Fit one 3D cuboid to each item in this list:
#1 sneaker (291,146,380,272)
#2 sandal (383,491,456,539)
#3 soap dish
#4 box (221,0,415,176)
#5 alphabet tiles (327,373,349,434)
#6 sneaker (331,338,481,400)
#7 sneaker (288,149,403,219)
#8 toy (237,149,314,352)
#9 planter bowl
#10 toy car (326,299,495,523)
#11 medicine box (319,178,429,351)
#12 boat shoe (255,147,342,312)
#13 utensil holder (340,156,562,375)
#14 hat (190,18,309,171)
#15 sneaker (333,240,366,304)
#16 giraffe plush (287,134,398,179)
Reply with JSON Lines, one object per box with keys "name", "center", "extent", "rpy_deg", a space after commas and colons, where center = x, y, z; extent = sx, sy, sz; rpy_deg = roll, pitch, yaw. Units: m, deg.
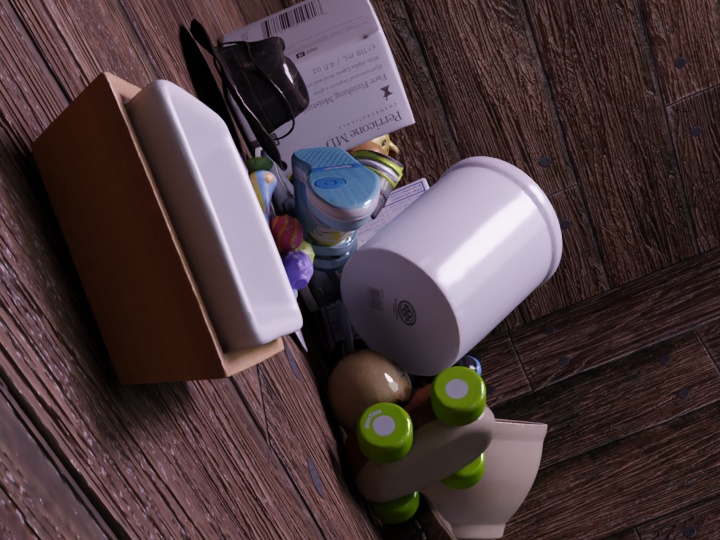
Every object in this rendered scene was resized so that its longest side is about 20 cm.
{"name": "sneaker", "center": [-0.024, -0.046, 1.352], "extent": [0.200, 0.079, 0.131], "rpy_deg": [-118, -155, -67]}
{"name": "sandal", "center": [0.072, 0.297, 1.321], "extent": [0.054, 0.080, 0.200], "rpy_deg": [49, 6, -19]}
{"name": "soap dish", "center": [-0.101, -0.016, 0.709], "extent": [0.200, 0.081, 0.158], "rpy_deg": [-6, 74, -85]}
{"name": "box", "center": [-0.056, -0.238, 1.596], "extent": [0.200, 0.198, 0.131], "rpy_deg": [-106, 172, -58]}
{"name": "alphabet tiles", "center": [0.003, 0.192, 1.500], "extent": [0.200, 0.008, 0.168], "rpy_deg": [-6, 74, -86]}
{"name": "sneaker", "center": [0.048, 0.114, 1.455], "extent": [0.083, 0.199, 0.071], "rpy_deg": [29, 74, -48]}
{"name": "sneaker", "center": [-0.034, -0.089, 1.574], "extent": [0.074, 0.200, 0.081], "rpy_deg": [35, 62, -27]}
{"name": "toy", "center": [-0.077, -0.031, 1.312], "extent": [0.115, 0.047, 0.201], "rpy_deg": [59, 10, -62]}
{"name": "planter bowl", "center": [0.110, 0.234, 1.481], "extent": [0.200, 0.199, 0.136], "rpy_deg": [37, 58, -82]}
{"name": "toy car", "center": [0.030, 0.127, 1.333], "extent": [0.200, 0.157, 0.165], "rpy_deg": [57, -15, 33]}
{"name": "medicine box", "center": [0.037, 0.015, 1.622], "extent": [0.103, 0.181, 0.201], "rpy_deg": [62, 8, -52]}
{"name": "boat shoe", "center": [-0.066, -0.054, 1.478], "extent": [0.073, 0.061, 0.201], "rpy_deg": [46, 23, -80]}
{"name": "utensil holder", "center": [0.099, -0.004, 1.404], "extent": [0.200, 0.169, 0.171], "rpy_deg": [-40, 116, -39]}
{"name": "hat", "center": [-0.104, -0.206, 1.382], "extent": [0.201, 0.081, 0.201], "rpy_deg": [57, -1, 2]}
{"name": "sneaker", "center": [0.000, 0.000, 1.531], "extent": [0.200, 0.081, 0.077], "rpy_deg": [39, -30, 22]}
{"name": "giraffe plush", "center": [-0.028, -0.147, 1.747], "extent": [0.173, 0.161, 0.201], "rpy_deg": [35, 34, -82]}
